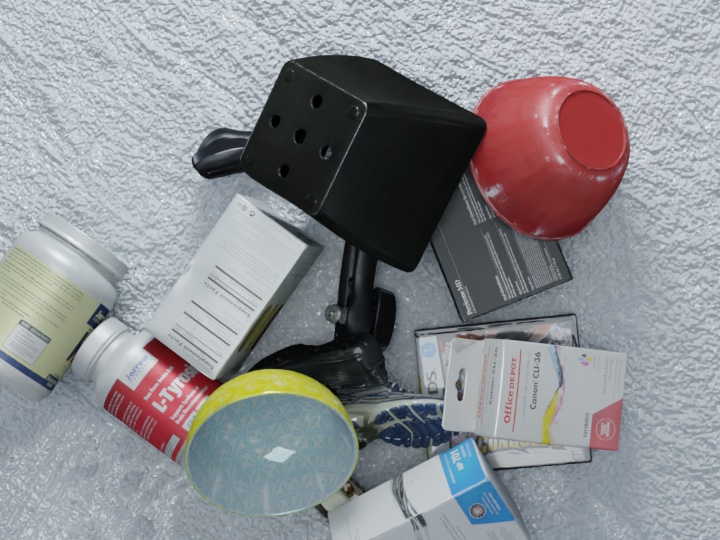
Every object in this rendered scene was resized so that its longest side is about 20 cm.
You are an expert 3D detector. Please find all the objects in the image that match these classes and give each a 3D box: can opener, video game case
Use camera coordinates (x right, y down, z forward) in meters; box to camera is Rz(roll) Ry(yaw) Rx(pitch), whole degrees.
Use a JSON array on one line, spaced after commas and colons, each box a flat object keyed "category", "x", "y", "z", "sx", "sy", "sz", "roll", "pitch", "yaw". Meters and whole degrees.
[{"category": "can opener", "x": -0.111, "y": -0.154, "z": 1.611, "sx": 0.200, "sy": 0.079, "sz": 0.063, "roll": -14, "pitch": 129, "yaw": -5}, {"category": "can opener", "x": 0.000, "y": 0.000, "z": 1.594, "sx": 0.063, "sy": 0.079, "sz": 0.200, "roll": -1, "pitch": 87, "yaw": 49}, {"category": "video game case", "x": 0.173, "y": 0.152, "z": 1.585, "sx": 0.200, "sy": 0.026, "sz": 0.181, "roll": -6, "pitch": 88, "yaw": 8}]

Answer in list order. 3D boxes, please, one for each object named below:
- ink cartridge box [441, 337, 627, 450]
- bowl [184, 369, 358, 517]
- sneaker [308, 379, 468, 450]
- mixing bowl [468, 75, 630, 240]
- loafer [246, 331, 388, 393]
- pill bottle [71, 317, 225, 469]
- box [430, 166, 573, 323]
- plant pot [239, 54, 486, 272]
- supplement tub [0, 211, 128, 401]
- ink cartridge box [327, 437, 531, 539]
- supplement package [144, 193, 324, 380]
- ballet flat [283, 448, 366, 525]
[{"category": "ink cartridge box", "x": 0.202, "y": 0.142, "z": 1.507, "sx": 0.200, "sy": 0.067, "sz": 0.117, "roll": 7, "pitch": 86, "yaw": -16}, {"category": "bowl", "x": -0.107, "y": 0.180, "z": 1.508, "sx": 0.200, "sy": 0.108, "sz": 0.200, "roll": -5, "pitch": 128, "yaw": -6}, {"category": "sneaker", "x": 0.034, "y": 0.162, "z": 1.569, "sx": 0.200, "sy": 0.085, "sz": 0.077, "roll": -6, "pitch": 131, "yaw": 17}, {"category": "mixing bowl", "x": 0.235, "y": -0.145, "z": 1.490, "sx": 0.200, "sy": 0.108, "sz": 0.200, "roll": 8, "pitch": 72, "yaw": -27}, {"category": "loafer", "x": -0.055, "y": 0.126, "z": 1.569, "sx": 0.200, "sy": 0.068, "sz": 0.070, "roll": -12, "pitch": 108, "yaw": 36}, {"category": "pill bottle", "x": -0.251, "y": 0.148, "z": 1.600, "sx": 0.200, "sy": 0.112, "sz": 0.112, "roll": 35, "pitch": 94, "yaw": 6}, {"category": "box", "x": 0.150, "y": -0.054, "z": 1.560, "sx": 0.141, "sy": 0.079, "sz": 0.200, "roll": -21, "pitch": 86, "yaw": -1}, {"category": "plant pot", "x": -0.014, "y": -0.137, "z": 1.472, "sx": 0.199, "sy": 0.177, "sz": 0.200, "roll": 34, "pitch": 103, "yaw": 33}, {"category": "supplement tub", "x": -0.392, "y": 0.043, "z": 1.594, "sx": 0.145, "sy": 0.145, "sz": 0.200, "roll": 33, "pitch": 80, "yaw": 7}, {"category": "ink cartridge box", "x": 0.083, "y": 0.311, "z": 1.534, "sx": 0.200, "sy": 0.086, "sz": 0.146, "roll": -27, "pitch": 123, "yaw": 8}, {"category": "supplement package", "x": -0.152, "y": 0.021, "z": 1.587, "sx": 0.110, "sy": 0.114, "sz": 0.200, "roll": 36, "pitch": 95, "yaw": 8}, {"category": "ballet flat", "x": -0.059, "y": 0.245, "z": 1.595, "sx": 0.072, "sy": 0.072, "sz": 0.200, "roll": -45, "pitch": 84, "yaw": 5}]
